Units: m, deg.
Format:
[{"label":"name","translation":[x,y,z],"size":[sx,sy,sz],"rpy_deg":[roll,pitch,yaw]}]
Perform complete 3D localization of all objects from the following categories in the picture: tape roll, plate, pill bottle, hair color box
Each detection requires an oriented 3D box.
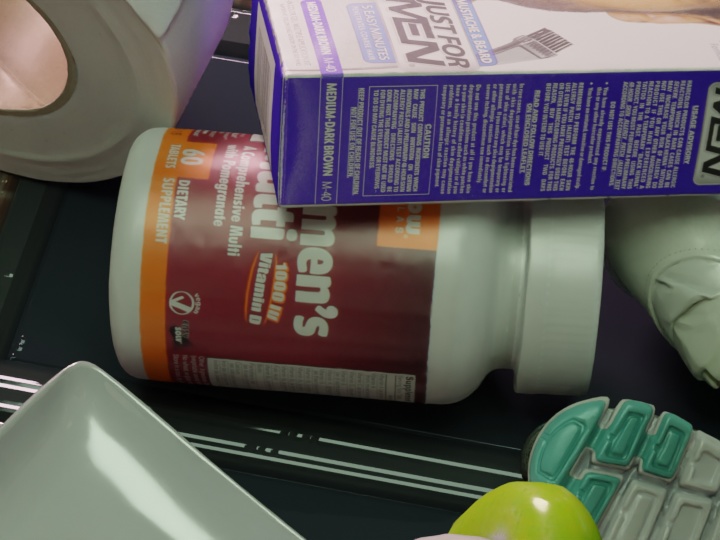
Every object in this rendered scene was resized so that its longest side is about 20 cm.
[{"label":"tape roll","translation":[-0.159,-0.129,0.833],"size":[0.202,0.203,0.071],"rpy_deg":[17,57,11]},{"label":"plate","translation":[-0.095,0.157,0.705],"size":[0.199,0.032,0.200],"rpy_deg":[39,51,7]},{"label":"pill bottle","translation":[0.000,0.000,0.803],"size":[0.199,0.110,0.110],"rpy_deg":[4,56,3]},{"label":"hair color box","translation":[0.059,-0.080,0.774],"size":[0.199,0.065,0.109],"rpy_deg":[-1,32,-10]}]

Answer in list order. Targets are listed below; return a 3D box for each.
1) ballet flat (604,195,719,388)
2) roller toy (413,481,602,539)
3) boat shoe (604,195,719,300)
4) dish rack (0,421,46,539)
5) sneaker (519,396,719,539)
[{"label":"ballet flat","translation":[0.177,0.039,0.778],"size":[0.200,0.069,0.069],"rpy_deg":[39,63,4]},{"label":"roller toy","translation":[0.047,0.189,0.588],"size":[0.139,0.200,0.183],"rpy_deg":[27,19,-24]},{"label":"boat shoe","translation":[0.207,-0.017,0.851],"size":[0.199,0.072,0.071],"rpy_deg":[1,34,0]},{"label":"dish rack","translation":[-0.221,0.148,0.744],"size":[0.199,0.044,0.172],"rpy_deg":[-6,56,-4]},{"label":"sneaker","translation":[0.152,0.102,0.760],"size":[0.200,0.091,0.078],"rpy_deg":[27,84,-10]}]
